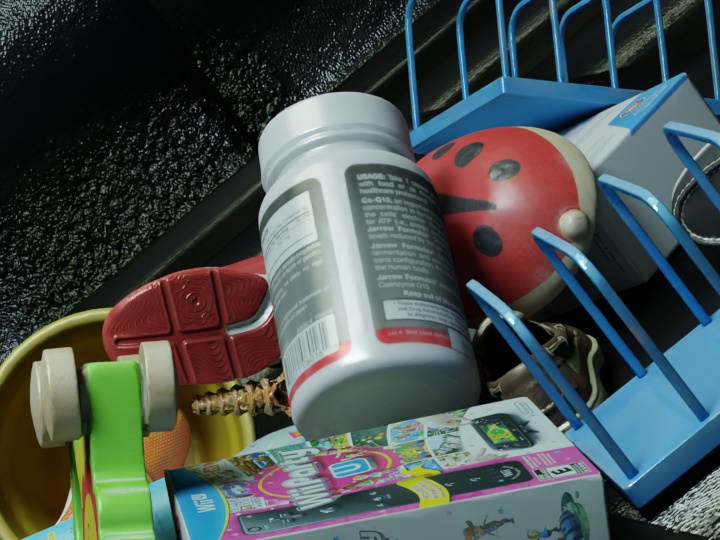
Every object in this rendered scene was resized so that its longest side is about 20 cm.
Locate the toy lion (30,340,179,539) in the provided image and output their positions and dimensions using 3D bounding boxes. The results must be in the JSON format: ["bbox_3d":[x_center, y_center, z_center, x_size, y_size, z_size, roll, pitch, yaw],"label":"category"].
[{"bbox_3d":[-0.128,0.136,1.196,0.068,0.192,0.200,-3,-4,-11],"label":"toy lion"}]

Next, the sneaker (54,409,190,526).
[{"bbox_3d":[-0.159,0.168,1.438,0.077,0.073,0.200,7,52,43],"label":"sneaker"}]

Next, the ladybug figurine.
[{"bbox_3d":[0.078,-0.033,1.499,0.200,0.072,0.136,-5,69,59],"label":"ladybug figurine"}]

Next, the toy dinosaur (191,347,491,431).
[{"bbox_3d":[-0.005,0.069,1.508,0.136,0.199,0.102,157,128,-76],"label":"toy dinosaur"}]

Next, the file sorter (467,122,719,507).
[{"bbox_3d":[0.172,0.002,1.215,0.200,0.123,0.139,-39,10,-1],"label":"file sorter"}]

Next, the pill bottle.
[{"bbox_3d":[0.000,0.000,1.404,0.114,0.114,0.200,-32,52,30],"label":"pill bottle"}]

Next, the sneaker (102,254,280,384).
[{"bbox_3d":[-0.075,0.025,1.526,0.199,0.079,0.116,-11,4,-12],"label":"sneaker"}]

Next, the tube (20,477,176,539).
[{"bbox_3d":[-0.191,0.186,1.360,0.200,0.078,0.050,-26,-33,-5],"label":"tube"}]

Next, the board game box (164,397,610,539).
[{"bbox_3d":[0.010,0.128,1.159,0.199,0.064,0.148,-11,12,-8],"label":"board game box"}]

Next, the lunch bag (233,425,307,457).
[{"bbox_3d":[-0.089,0.194,1.435,0.200,0.077,0.160,-38,16,15],"label":"lunch bag"}]

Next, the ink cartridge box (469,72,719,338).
[{"bbox_3d":[0.147,-0.039,1.608,0.145,0.085,0.200,-45,13,-35],"label":"ink cartridge box"}]

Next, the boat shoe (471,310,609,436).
[{"bbox_3d":[0.104,0.052,1.391,0.075,0.075,0.202,-38,10,1],"label":"boat shoe"}]

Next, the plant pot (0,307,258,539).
[{"bbox_3d":[-0.173,0.138,1.692,0.201,0.201,0.189,-40,-5,-8],"label":"plant pot"}]

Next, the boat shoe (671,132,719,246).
[{"bbox_3d":[0.261,-0.059,1.357,0.200,0.074,0.060,-21,14,35],"label":"boat shoe"}]

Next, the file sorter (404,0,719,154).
[{"bbox_3d":[0.147,-0.155,1.706,0.199,0.123,0.139,3,-17,-29],"label":"file sorter"}]
